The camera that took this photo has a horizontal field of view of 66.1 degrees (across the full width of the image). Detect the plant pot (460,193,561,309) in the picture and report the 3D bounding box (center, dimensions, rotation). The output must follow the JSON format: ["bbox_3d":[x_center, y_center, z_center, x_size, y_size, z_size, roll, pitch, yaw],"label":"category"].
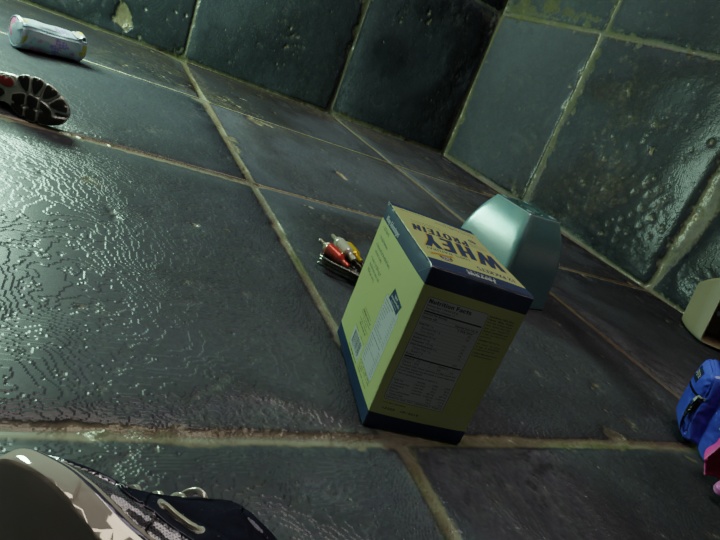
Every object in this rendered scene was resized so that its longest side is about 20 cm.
[{"bbox_3d":[0.342,-0.055,1.268,0.192,0.204,0.196,7,25,-36],"label":"plant pot"}]

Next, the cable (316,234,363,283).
[{"bbox_3d":[0.000,0.000,0.967,0.198,0.051,0.096,35,24,31],"label":"cable"}]

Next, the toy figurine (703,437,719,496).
[{"bbox_3d":[0.575,0.315,0.773,0.198,0.154,0.182,-28,34,-34],"label":"toy figurine"}]

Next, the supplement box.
[{"bbox_3d":[0.077,0.058,0.688,0.131,0.204,0.201,16,21,-19],"label":"supplement box"}]

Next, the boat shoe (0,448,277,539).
[{"bbox_3d":[-0.141,0.175,0.364,0.198,0.076,0.093,35,15,7],"label":"boat shoe"}]

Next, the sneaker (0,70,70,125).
[{"bbox_3d":[-0.645,-0.345,1.074,0.196,0.082,0.083,25,14,4],"label":"sneaker"}]

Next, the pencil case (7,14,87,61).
[{"bbox_3d":[-0.881,-0.654,1.565,0.089,0.086,0.198,9,10,34],"label":"pencil case"}]

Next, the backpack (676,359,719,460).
[{"bbox_3d":[0.634,0.221,0.906,0.165,0.204,0.162,29,21,16],"label":"backpack"}]

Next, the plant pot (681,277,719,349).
[{"bbox_3d":[1.115,0.135,1.691,0.195,0.205,0.177,22,9,-3],"label":"plant pot"}]
